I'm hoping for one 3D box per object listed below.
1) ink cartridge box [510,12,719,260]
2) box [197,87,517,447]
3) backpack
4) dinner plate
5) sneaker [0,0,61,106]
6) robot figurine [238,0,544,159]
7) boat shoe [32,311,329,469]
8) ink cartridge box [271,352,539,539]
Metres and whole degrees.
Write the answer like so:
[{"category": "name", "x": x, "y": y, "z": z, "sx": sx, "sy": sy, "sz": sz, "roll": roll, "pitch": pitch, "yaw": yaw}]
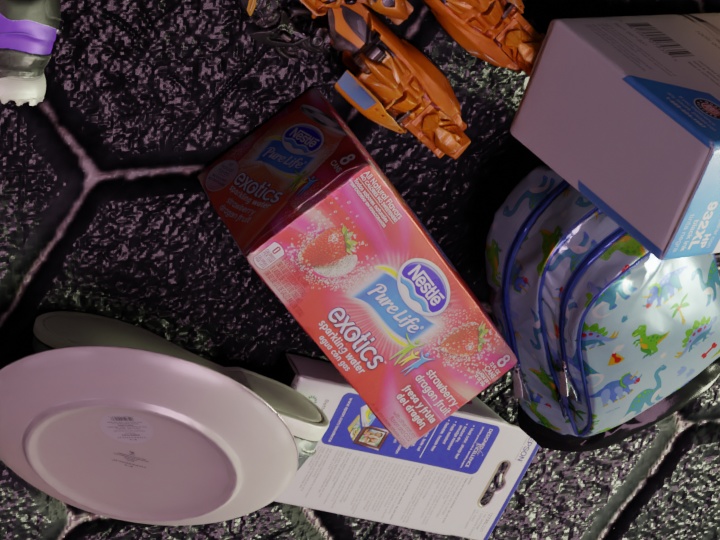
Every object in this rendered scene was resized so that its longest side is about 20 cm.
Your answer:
[{"category": "ink cartridge box", "x": 0.214, "y": -0.086, "z": 1.577, "sx": 0.199, "sy": 0.145, "sz": 0.084, "roll": -7, "pitch": 128, "yaw": -42}, {"category": "box", "x": 0.000, "y": 0.000, "z": 1.599, "sx": 0.095, "sy": 0.100, "sz": 0.200, "roll": -36, "pitch": 128, "yaw": 2}, {"category": "backpack", "x": 0.158, "y": 0.012, "z": 1.653, "sx": 0.163, "sy": 0.154, "sz": 0.201, "roll": -29, "pitch": 121, "yaw": -11}, {"category": "dinner plate", "x": -0.137, "y": 0.109, "z": 1.591, "sx": 0.199, "sy": 0.024, "sz": 0.201, "roll": 5, "pitch": 143, "yaw": 4}, {"category": "sneaker", "x": -0.251, "y": -0.157, "z": 1.407, "sx": 0.199, "sy": 0.070, "sz": 0.100, "roll": 9, "pitch": 111, "yaw": -33}, {"category": "robot figurine", "x": 0.018, "y": -0.159, "z": 1.527, "sx": 0.145, "sy": 0.058, "sz": 0.200, "roll": -46, "pitch": 128, "yaw": 6}, {"category": "boat shoe", "x": -0.117, "y": 0.083, "z": 1.607, "sx": 0.199, "sy": 0.073, "sz": 0.062, "roll": 21, "pitch": 108, "yaw": -24}, {"category": "ink cartridge box", "x": 0.018, "y": 0.119, "z": 1.728, "sx": 0.199, "sy": 0.037, "sz": 0.095, "roll": 15, "pitch": 114, "yaw": -29}]
